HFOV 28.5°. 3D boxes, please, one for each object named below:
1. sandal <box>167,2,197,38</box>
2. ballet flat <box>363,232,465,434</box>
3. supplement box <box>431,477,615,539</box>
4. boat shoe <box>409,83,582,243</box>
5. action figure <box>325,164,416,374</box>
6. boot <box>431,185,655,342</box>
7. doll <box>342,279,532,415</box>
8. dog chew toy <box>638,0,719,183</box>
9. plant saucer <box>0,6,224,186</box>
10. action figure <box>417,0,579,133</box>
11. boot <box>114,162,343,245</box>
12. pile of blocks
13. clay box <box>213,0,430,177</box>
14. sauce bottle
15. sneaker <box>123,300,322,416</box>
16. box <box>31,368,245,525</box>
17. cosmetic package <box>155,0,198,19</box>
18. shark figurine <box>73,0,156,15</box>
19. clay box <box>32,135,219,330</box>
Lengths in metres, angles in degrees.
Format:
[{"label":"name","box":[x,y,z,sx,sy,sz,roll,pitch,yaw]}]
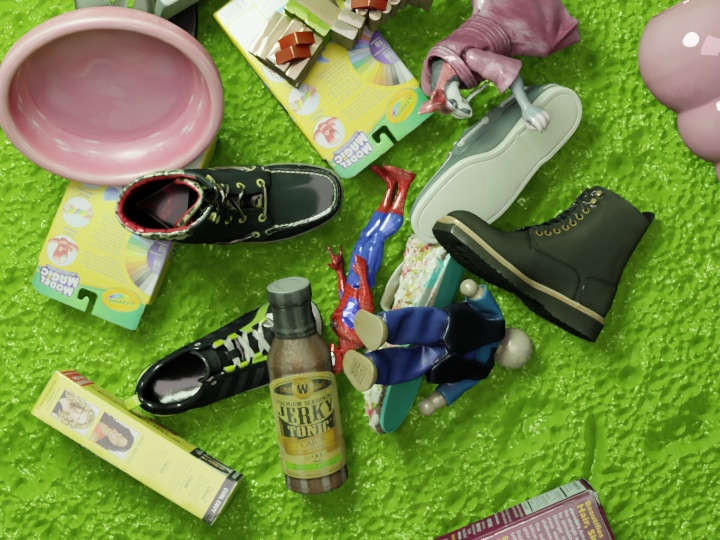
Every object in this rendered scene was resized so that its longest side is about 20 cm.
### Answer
[{"label":"sandal","box":[-0.187,-0.305,1.358,0.076,0.043,0.201,-8,89,2]},{"label":"ballet flat","box":[0.041,0.055,1.341,0.064,0.076,0.201,21,85,33]},{"label":"supplement box","box":[0.143,0.291,1.307,0.199,0.103,0.132,-22,88,2]},{"label":"boat shoe","box":[0.118,-0.102,1.327,0.200,0.062,0.073,-42,124,-7]},{"label":"action figure","box":[0.000,0.000,1.337,0.051,0.065,0.201,14,88,-25]},{"label":"boot","box":[0.171,-0.040,1.310,0.200,0.077,0.139,32,85,-31]},{"label":"doll","box":[0.077,0.074,1.296,0.199,0.048,0.137,-1,114,-38]},{"label":"dog chew toy","box":[0.338,-0.156,1.304,0.124,0.125,0.201,-26,96,1]},{"label":"plant saucer","box":[-0.220,-0.159,1.255,0.199,0.201,0.051,-8,51,2]},{"label":"action figure","box":[0.114,-0.206,1.273,0.133,0.200,0.150,4,125,41]},{"label":"boot","box":[-0.115,-0.058,1.255,0.202,0.154,0.074,-5,91,-1]},{"label":"pile of blocks","box":[-0.011,-0.244,1.282,0.199,0.062,0.082,-31,88,-4]},{"label":"clay box","box":[-0.033,-0.194,1.341,0.115,0.048,0.200,-37,89,-1]},{"label":"sauce bottle","box":[-0.054,0.106,1.307,0.064,0.065,0.201,-9,108,2]},{"label":"sneaker","box":[-0.125,0.089,1.329,0.199,0.083,0.072,-28,89,1]},{"label":"box","box":[-0.208,0.165,1.336,0.199,0.075,0.050,31,89,3]},{"label":"cosmetic package","box":[-0.127,-0.326,1.317,0.200,0.074,0.102,-34,95,-11]},{"label":"shark figurine","box":[-0.226,-0.217,1.279,0.089,0.214,0.129,-32,96,-20]},{"label":"clay box","box":[-0.225,-0.055,1.352,0.114,0.048,0.201,22,90,0]}]
